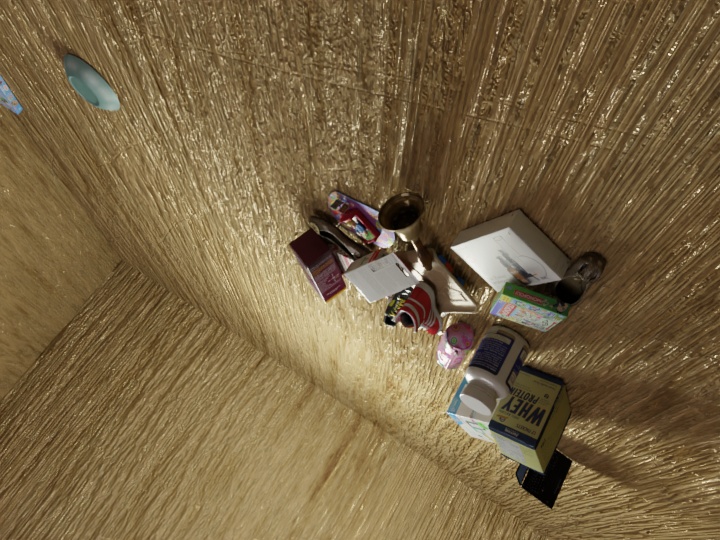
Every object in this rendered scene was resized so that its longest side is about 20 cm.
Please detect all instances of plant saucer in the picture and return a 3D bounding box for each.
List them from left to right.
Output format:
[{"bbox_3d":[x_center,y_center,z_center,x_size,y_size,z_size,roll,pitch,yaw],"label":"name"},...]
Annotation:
[{"bbox_3d":[-0.807,-0.543,1.756,0.199,0.039,0.202,30,158,13],"label":"plant saucer"}]

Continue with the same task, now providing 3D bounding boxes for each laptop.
[{"bbox_3d":[0.596,0.637,1.918,0.199,0.178,0.103,35,159,1],"label":"laptop"}]

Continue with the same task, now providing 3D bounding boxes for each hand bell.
[{"bbox_3d":[0.120,-0.063,1.295,0.103,0.105,0.201,17,152,37],"label":"hand bell"}]

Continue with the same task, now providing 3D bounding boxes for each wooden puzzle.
[{"bbox_3d":[0.183,0.020,1.459,0.201,0.046,0.184,50,154,-21],"label":"wooden puzzle"}]

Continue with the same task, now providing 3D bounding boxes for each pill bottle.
[{"bbox_3d":[0.333,0.253,1.493,0.118,0.201,0.120,29,157,13],"label":"pill bottle"}]

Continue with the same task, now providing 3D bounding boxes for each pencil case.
[{"bbox_3d":[0.265,0.217,1.676,0.087,0.088,0.201,30,158,11],"label":"pencil case"}]

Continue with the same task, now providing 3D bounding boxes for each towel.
[{"bbox_3d":[0.000,0.000,1.704,0.198,0.030,0.147,26,156,30],"label":"towel"}]

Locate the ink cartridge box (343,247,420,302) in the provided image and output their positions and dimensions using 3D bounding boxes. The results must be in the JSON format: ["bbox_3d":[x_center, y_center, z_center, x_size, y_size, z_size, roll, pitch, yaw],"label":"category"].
[{"bbox_3d":[0.058,0.005,1.482,0.109,0.051,0.199,47,141,-16],"label":"ink cartridge box"}]

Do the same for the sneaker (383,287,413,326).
[{"bbox_3d":[0.115,0.097,1.626,0.073,0.086,0.201,23,152,-1],"label":"sneaker"}]

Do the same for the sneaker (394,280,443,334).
[{"bbox_3d":[0.147,0.127,1.497,0.070,0.113,0.201,22,151,34],"label":"sneaker"}]

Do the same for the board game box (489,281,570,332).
[{"bbox_3d":[0.354,0.081,1.262,0.132,0.030,0.200,19,168,10],"label":"board game box"}]

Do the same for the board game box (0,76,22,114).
[{"bbox_3d":[-1.419,-0.715,2.298,0.150,0.037,0.201,32,158,7],"label":"board game box"}]

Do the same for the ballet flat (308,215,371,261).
[{"bbox_3d":[-0.058,-0.078,1.573,0.198,0.047,0.067,34,170,2],"label":"ballet flat"}]

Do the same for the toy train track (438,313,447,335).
[{"bbox_3d":[0.210,0.116,1.630,0.115,0.033,0.200,44,152,-2],"label":"toy train track"}]

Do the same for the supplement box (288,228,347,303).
[{"bbox_3d":[-0.121,-0.011,1.731,0.111,0.085,0.201,48,168,35],"label":"supplement box"}]

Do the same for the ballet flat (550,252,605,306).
[{"bbox_3d":[0.410,0.030,1.139,0.067,0.047,0.201,32,158,9],"label":"ballet flat"}]

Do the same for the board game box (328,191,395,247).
[{"bbox_3d":[-0.008,-0.110,1.469,0.198,0.039,0.159,28,157,19],"label":"board game box"}]

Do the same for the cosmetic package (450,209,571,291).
[{"bbox_3d":[0.293,-0.033,1.180,0.151,0.052,0.199,43,157,-12],"label":"cosmetic package"}]

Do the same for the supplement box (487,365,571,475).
[{"bbox_3d":[0.464,0.404,1.609,0.133,0.201,0.201,17,153,36],"label":"supplement box"}]

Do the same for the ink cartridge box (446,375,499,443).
[{"bbox_3d":[0.401,0.430,1.823,0.147,0.147,0.199,44,156,-23],"label":"ink cartridge box"}]
